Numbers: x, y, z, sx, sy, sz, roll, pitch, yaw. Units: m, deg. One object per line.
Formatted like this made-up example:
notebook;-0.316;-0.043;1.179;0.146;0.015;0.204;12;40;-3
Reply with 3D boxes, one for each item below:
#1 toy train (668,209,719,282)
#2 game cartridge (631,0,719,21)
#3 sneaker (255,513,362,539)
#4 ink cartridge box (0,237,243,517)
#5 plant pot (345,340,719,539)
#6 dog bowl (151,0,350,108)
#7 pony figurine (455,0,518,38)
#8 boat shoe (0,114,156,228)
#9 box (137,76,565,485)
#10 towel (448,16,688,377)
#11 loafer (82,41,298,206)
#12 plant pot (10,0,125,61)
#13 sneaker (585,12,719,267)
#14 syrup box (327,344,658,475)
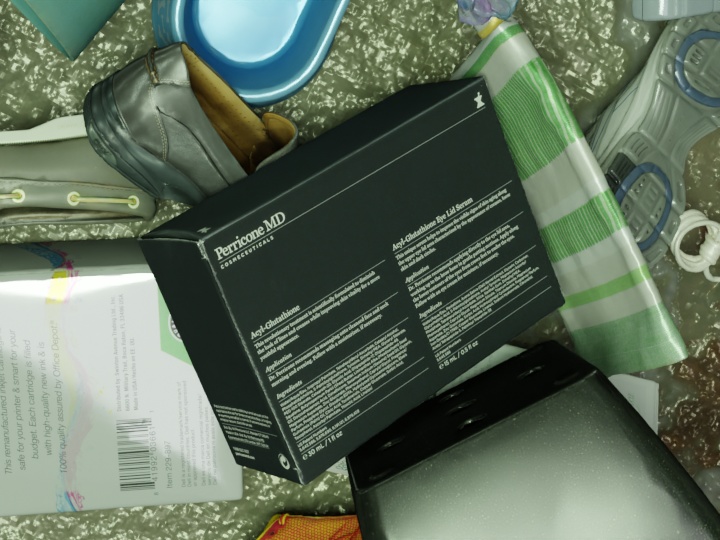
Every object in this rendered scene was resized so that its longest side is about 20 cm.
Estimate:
toy train;0.281;-0.058;0.977;0.150;0.056;0.200;43;92;-15
game cartridge;0.223;-0.218;0.883;0.199;0.040;0.135;-16;107;-38
sneaker;-0.021;0.175;0.964;0.198;0.078;0.073;-21;150;6
ink cartridge box;-0.172;0.061;0.917;0.197;0.088;0.147;-4;105;-9
plant pot;0.091;0.150;0.824;0.198;0.200;0.179;-26;94;-1
dog bowl;-0.045;-0.186;0.892;0.111;0.050;0.202;23;99;-14
pony figurine;0.028;-0.221;0.784;0.200;0.166;0.193;47;64;-7
boat shoe;-0.214;-0.043;0.881;0.199;0.072;0.061;-10;81;-13
box;0.000;0.000;0.851;0.199;0.079;0.142;-31;111;-29
towel;0.108;-0.033;0.875;0.023;0.153;0.202;-24;86;-12
loafer;-0.060;-0.056;0.885;0.072;0.073;0.199;-33;135;29
plant pot;-0.157;-0.235;0.792;0.161;0.200;0.201;-43;107;-5
sneaker;0.172;-0.090;0.940;0.074;0.087;0.201;40;76;-20
syrup box;0.075;0.093;0.953;0.198;0.079;0.082;15;62;-12
